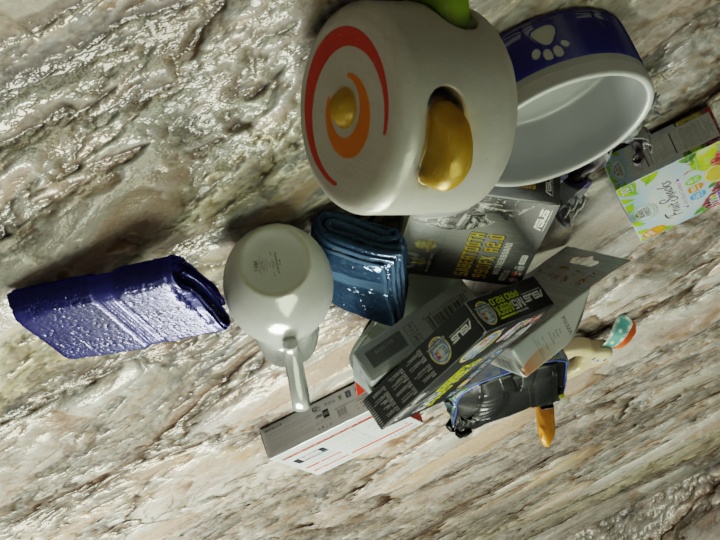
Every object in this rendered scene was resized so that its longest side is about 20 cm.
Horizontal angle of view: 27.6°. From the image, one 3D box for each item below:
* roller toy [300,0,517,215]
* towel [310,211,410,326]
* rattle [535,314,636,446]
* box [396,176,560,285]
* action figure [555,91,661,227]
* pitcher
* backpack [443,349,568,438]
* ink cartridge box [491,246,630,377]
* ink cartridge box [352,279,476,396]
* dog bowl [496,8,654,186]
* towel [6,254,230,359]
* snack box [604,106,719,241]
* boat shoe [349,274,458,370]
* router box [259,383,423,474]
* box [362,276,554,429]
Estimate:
[{"bbox_3d":[0.035,-0.138,1.269,0.138,0.203,0.182,-4,158,-32],"label":"roller toy"},{"bbox_3d":[0.000,0.000,1.669,0.110,0.049,0.200,17,160,10],"label":"towel"},{"bbox_3d":[0.358,0.167,2.288,0.197,0.144,0.131,-13,138,-4],"label":"rattle"},{"bbox_3d":[0.126,-0.054,1.642,0.156,0.049,0.201,7,152,-6],"label":"box"},{"bbox_3d":[0.264,-0.135,1.630,0.129,0.070,0.200,6,142,-39],"label":"action figure"},{"bbox_3d":[-0.082,0.052,1.607,0.119,0.174,0.201,-14,158,-5],"label":"pitcher"},{"bbox_3d":[0.189,0.120,2.019,0.181,0.149,0.200,-18,161,-4],"label":"backpack"},{"bbox_3d":[0.234,0.049,1.856,0.199,0.051,0.162,-33,-162,-16],"label":"ink cartridge box"},{"bbox_3d":[0.067,0.100,1.782,0.159,0.047,0.200,-34,163,-10],"label":"ink cartridge box"},{"bbox_3d":[0.190,-0.171,1.471,0.197,0.080,0.201,-17,157,-8],"label":"dog bowl"},{"bbox_3d":[-0.252,0.035,1.542,0.197,0.050,0.148,-12,150,16],"label":"towel"},{"bbox_3d":[0.383,-0.114,1.792,0.141,0.054,0.200,-25,157,12],"label":"snack box"},{"bbox_3d":[0.057,0.053,1.875,0.200,0.076,0.060,-44,-173,24],"label":"boat shoe"},{"bbox_3d":[-0.026,0.238,2.219,0.198,0.049,0.179,-27,156,14],"label":"router box"},{"bbox_3d":[0.114,0.096,1.706,0.200,0.044,0.159,-46,163,33],"label":"box"}]
